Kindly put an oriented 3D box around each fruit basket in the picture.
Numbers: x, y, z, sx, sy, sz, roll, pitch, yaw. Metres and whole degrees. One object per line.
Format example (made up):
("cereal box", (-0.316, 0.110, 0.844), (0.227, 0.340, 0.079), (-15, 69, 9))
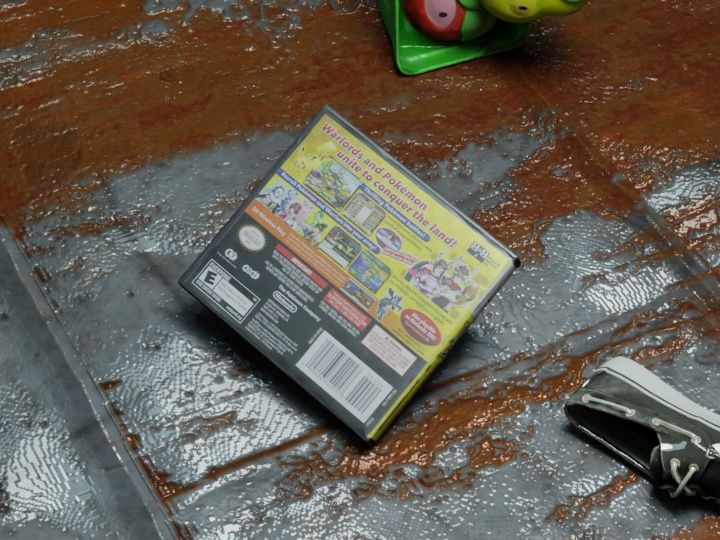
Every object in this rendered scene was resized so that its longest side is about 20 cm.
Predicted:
("fruit basket", (0.103, -0.267, 1.860), (0.154, 0.217, 0.216), (-16, 50, -19))

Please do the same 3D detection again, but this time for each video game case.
("video game case", (-0.009, 0.002, 1.643), (0.200, 0.026, 0.181), (39, 85, 17))

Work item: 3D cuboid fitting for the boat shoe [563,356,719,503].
("boat shoe", (0.239, 0.138, 1.589), (0.199, 0.071, 0.064), (30, 50, 32))
